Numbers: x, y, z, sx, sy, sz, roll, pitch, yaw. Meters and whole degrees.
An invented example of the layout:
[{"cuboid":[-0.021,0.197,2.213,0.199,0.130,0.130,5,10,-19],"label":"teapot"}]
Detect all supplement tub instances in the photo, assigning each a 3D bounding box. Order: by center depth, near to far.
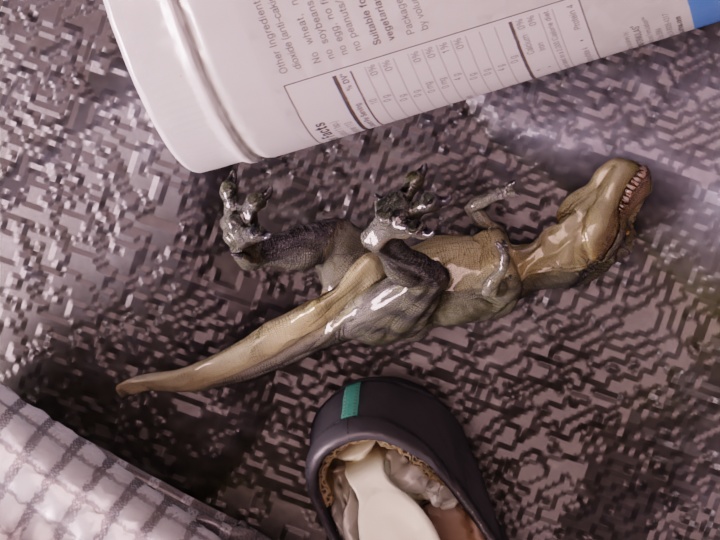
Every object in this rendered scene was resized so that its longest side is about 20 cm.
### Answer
[{"cuboid":[0.022,-0.119,0.841,0.200,0.132,0.132,-16,92,9],"label":"supplement tub"}]

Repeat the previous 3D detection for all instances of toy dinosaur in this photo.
[{"cuboid":[0.000,0.000,0.876,0.200,0.088,0.047,-17,56,8],"label":"toy dinosaur"}]

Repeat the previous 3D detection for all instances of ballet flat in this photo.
[{"cuboid":[0.036,0.130,0.888,0.073,0.073,0.200,-26,91,8],"label":"ballet flat"}]

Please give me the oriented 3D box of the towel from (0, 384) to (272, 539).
[{"cuboid":[-0.118,0.148,0.903,0.166,0.086,0.200,31,99,6],"label":"towel"}]
